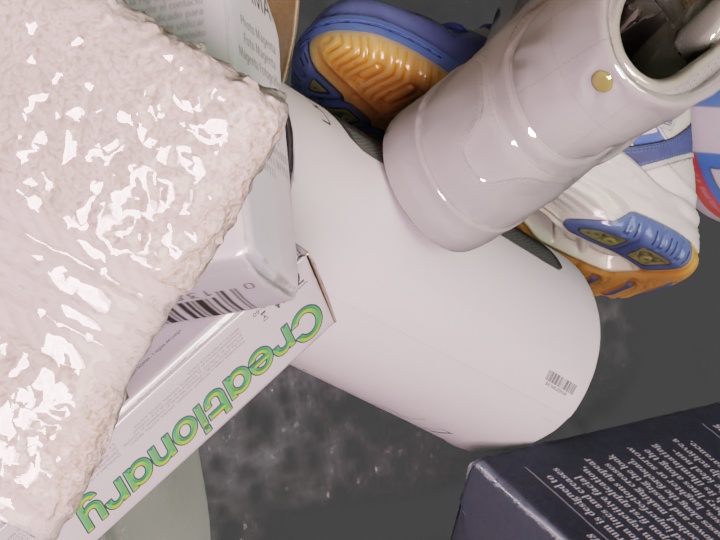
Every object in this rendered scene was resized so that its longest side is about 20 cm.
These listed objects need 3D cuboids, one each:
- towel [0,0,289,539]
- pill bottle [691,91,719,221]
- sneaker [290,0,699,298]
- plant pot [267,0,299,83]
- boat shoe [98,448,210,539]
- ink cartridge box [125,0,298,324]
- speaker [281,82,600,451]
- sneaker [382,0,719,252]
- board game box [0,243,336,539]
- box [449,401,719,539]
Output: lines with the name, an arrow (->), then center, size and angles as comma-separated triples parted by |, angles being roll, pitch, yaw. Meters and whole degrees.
towel -> -0.131, -0.037, 0.655 | 0.199, 0.034, 0.133 | 30, 93, -2
pill bottle -> 0.220, -0.066, 1.009 | 0.112, 0.199, 0.113 | -6, 99, -41
sneaker -> 0.050, -0.062, 0.958 | 0.199, 0.075, 0.089 | 29, 59, -42
plant pot -> -0.103, -0.094, 0.835 | 0.199, 0.027, 0.202 | -6, 100, -41
boat shoe -> -0.091, 0.088, 0.803 | 0.200, 0.060, 0.076 | -45, 123, -77
ink cartridge box -> -0.107, -0.078, 0.733 | 0.057, 0.161, 0.201 | 51, 32, -66
speaker -> 0.000, 0.000, 0.876 | 0.200, 0.081, 0.082 | 28, 76, -51
sneaker -> 0.096, -0.082, 0.871 | 0.074, 0.115, 0.200 | 52, 37, -9
board game box -> -0.120, 0.041, 0.743 | 0.200, 0.126, 0.035 | -42, 138, -17
box -> 0.124, 0.142, 0.977 | 0.199, 0.107, 0.149 | -10, 127, -40
